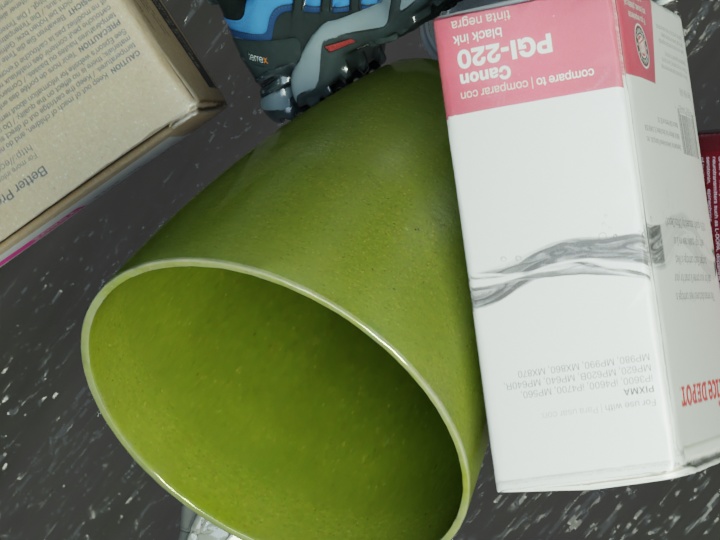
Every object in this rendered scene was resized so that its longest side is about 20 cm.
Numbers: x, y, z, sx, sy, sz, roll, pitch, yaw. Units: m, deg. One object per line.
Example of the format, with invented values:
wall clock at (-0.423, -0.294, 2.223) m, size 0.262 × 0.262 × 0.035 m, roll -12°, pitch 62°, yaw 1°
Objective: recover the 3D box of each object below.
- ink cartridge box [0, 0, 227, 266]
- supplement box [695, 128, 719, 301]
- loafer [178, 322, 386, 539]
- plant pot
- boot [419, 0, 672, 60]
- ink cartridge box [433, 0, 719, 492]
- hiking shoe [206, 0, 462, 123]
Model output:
ink cartridge box at (-0.194, -0.094, 1.135) m, size 0.199 × 0.075 × 0.165 m, roll -33°, pitch 89°, yaw 10°
supplement box at (0.203, -0.012, 1.020) m, size 0.199 × 0.061 × 0.110 m, roll 1°, pitch 96°, yaw 50°
loafer at (-0.059, 0.113, 1.131) m, size 0.070 × 0.070 × 0.201 m, roll 36°, pitch 92°, yaw 11°
plant pot at (0.000, 0.000, 1.038) m, size 0.186 × 0.200 × 0.188 m, roll 17°, pitch 139°, yaw 16°
boot at (0.113, -0.151, 1.063) m, size 0.199 × 0.096 × 0.074 m, roll -26°, pitch 89°, yaw 11°
ink cartridge box at (0.101, -0.011, 0.971) m, size 0.084 × 0.146 × 0.202 m, roll -11°, pitch 86°, yaw 19°
hiking shoe at (0.005, -0.149, 1.059) m, size 0.200 × 0.074 × 0.087 m, roll -35°, pitch 89°, yaw 33°
